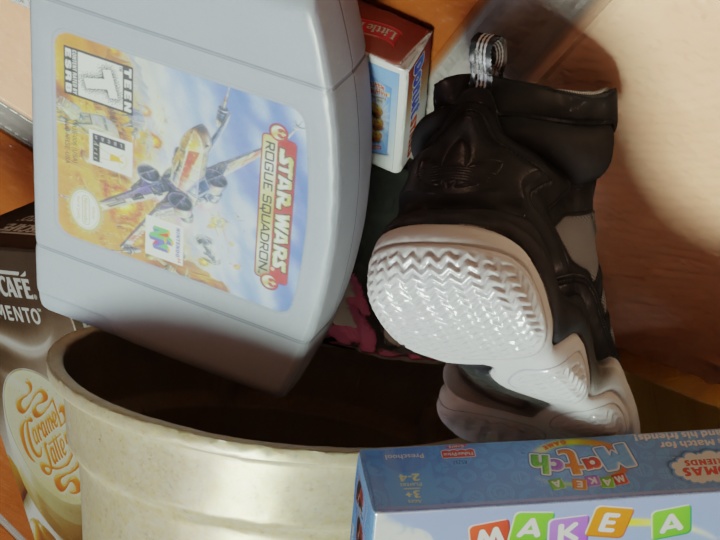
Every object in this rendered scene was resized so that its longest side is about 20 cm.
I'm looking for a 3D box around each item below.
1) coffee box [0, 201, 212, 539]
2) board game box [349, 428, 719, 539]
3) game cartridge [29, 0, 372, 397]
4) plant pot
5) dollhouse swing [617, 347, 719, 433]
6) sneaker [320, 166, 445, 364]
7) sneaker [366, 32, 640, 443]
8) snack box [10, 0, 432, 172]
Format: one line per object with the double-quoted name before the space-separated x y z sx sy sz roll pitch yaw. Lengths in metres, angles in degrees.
"coffee box" -0.121 0.067 0.949 0.114 0.080 0.200 4 114 50
"board game box" 0.068 0.145 0.733 0.151 0.037 0.200 -3 129 -9
"game cartridge" -0.062 -0.044 0.739 0.133 0.042 0.200 22 131 20
"plant pot" -0.043 0.132 0.838 0.200 0.184 0.200 6 -167 -1
"dollhouse swing" 0.196 0.130 0.823 0.181 0.176 0.200 1 -173 -19
"sneaker" 0.000 0.000 0.839 0.200 0.080 0.086 12 172 32
"sneaker" 0.065 -0.004 0.700 0.075 0.114 0.200 5 158 22
"snack box" -0.068 -0.103 0.753 0.200 0.024 0.072 25 152 12
